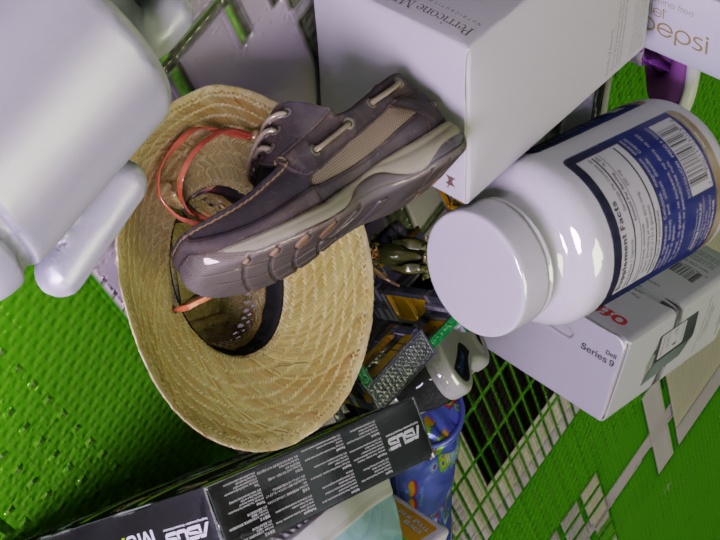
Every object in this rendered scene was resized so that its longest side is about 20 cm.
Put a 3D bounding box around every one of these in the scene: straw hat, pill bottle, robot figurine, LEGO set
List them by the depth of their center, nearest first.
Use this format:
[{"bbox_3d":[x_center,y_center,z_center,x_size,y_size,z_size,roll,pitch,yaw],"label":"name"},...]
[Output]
[{"bbox_3d":[-0.161,-0.064,0.665,0.200,0.113,0.170,-51,123,-16],"label":"robot figurine"},{"bbox_3d":[-0.087,0.001,0.867,0.200,0.085,0.203,8,79,-47],"label":"straw hat"},{"bbox_3d":[0.139,-0.031,0.987,0.199,0.111,0.112,-25,137,-37],"label":"pill bottle"},{"bbox_3d":[0.000,0.000,1.025,0.200,0.115,0.154,-52,121,-22],"label":"LEGO set"}]

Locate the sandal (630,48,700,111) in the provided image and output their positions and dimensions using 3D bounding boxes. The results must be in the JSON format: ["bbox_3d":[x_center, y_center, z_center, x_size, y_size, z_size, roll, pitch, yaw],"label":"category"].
[{"bbox_3d":[0.212,-0.187,1.141,0.083,0.049,0.204,103,-10,-52],"label":"sandal"}]

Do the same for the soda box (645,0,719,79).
[{"bbox_3d":[0.210,-0.195,1.049,0.068,0.199,0.064,-42,146,-29],"label":"soda box"}]

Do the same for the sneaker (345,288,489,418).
[{"bbox_3d":[0.030,0.071,1.156,0.111,0.074,0.200,-29,-178,13],"label":"sneaker"}]

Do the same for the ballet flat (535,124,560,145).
[{"bbox_3d":[0.121,-0.090,1.128,0.067,0.073,0.201,-7,142,0],"label":"ballet flat"}]

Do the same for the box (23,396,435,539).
[{"bbox_3d":[-0.085,0.140,0.920,0.199,0.192,0.048,-16,87,-53],"label":"box"}]

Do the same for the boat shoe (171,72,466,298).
[{"bbox_3d":[-0.030,-0.050,0.832,0.199,0.074,0.074,-29,170,-40],"label":"boat shoe"}]

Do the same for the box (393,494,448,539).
[{"bbox_3d":[-0.041,0.237,1.132,0.199,0.112,0.102,-19,132,-51],"label":"box"}]

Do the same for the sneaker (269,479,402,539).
[{"bbox_3d":[-0.017,0.185,0.979,0.073,0.083,0.200,-22,177,26],"label":"sneaker"}]

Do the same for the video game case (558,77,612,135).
[{"bbox_3d":[0.167,-0.097,1.159,0.182,0.023,0.202,-59,156,-62],"label":"video game case"}]

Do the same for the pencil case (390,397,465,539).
[{"bbox_3d":[0.042,0.178,1.245,0.087,0.077,0.201,-67,163,-47],"label":"pencil case"}]

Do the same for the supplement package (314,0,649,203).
[{"bbox_3d":[0.080,-0.160,0.956,0.200,0.121,0.120,-41,146,-32],"label":"supplement package"}]

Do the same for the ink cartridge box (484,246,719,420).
[{"bbox_3d":[0.208,0.026,1.306,0.199,0.145,0.085,-25,138,-45],"label":"ink cartridge box"}]
